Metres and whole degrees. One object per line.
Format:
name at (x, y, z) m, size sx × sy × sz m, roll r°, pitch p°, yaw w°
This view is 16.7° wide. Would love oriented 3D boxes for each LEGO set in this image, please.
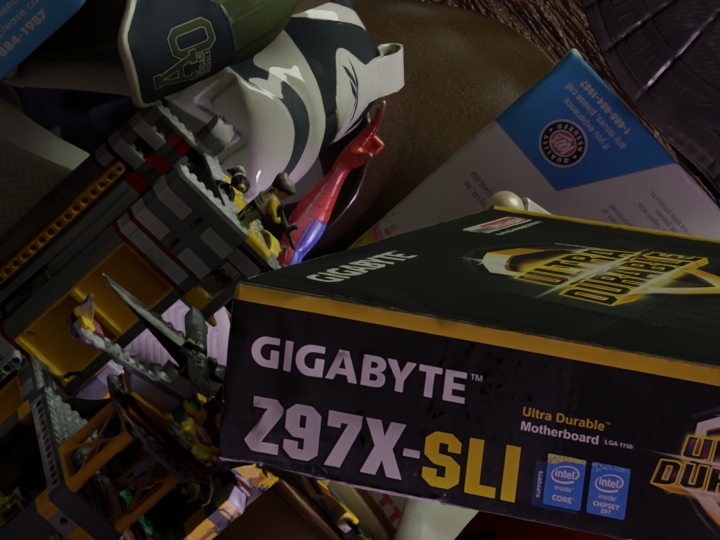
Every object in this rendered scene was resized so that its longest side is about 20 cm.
LEGO set at (-0.038, 0.041, 0.701) m, size 0.154 × 0.116 × 0.200 m, roll 46°, pitch 8°, yaw -19°

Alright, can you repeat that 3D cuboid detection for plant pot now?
plant pot at (-0.007, -0.045, 1.112) m, size 0.187 × 0.187 × 0.200 m, roll 51°, pitch 13°, yaw 16°

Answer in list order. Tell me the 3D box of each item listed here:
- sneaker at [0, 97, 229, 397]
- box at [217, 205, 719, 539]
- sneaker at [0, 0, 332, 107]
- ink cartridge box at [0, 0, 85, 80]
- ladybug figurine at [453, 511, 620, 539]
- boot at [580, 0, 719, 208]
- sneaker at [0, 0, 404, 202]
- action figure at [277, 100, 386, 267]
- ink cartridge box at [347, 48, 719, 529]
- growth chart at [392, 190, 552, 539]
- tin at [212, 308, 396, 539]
sneaker at (-0.122, -0.039, 0.800) m, size 0.200 × 0.074 × 0.116 m, roll 43°, pitch 12°, yaw -30°
box at (0.076, 0.024, 0.637) m, size 0.159 × 0.049 × 0.200 m, roll 11°, pitch 10°, yaw 20°
sneaker at (-0.106, -0.101, 0.756) m, size 0.200 × 0.090 × 0.067 m, roll 21°, pitch -41°, yaw 34°
ink cartridge box at (-0.183, -0.109, 0.637) m, size 0.200 × 0.116 × 0.068 m, roll 45°, pitch 7°, yaw -31°
ladybug figurine at (0.032, 0.118, 0.604) m, size 0.072 × 0.136 × 0.200 m, roll 32°, pitch 43°, yaw 10°
boot at (0.156, -0.071, 1.013) m, size 0.200 × 0.073 × 0.151 m, roll 53°, pitch 7°, yaw 4°
sneaker at (-0.072, -0.079, 0.876) m, size 0.199 × 0.080 × 0.130 m, roll 8°, pitch 22°, yaw 37°
action figure at (0.000, 0.000, 0.861) m, size 0.065 × 0.099 × 0.200 m, roll 39°, pitch 2°, yaw -3°
ink cartridge box at (0.078, 0.046, 1.029) m, size 0.147 × 0.200 × 0.145 m, roll 53°, pitch 7°, yaw 32°
growth chart at (0.045, 0.072, 0.859) m, size 0.018 × 0.200 × 0.145 m, roll 14°, pitch -16°, yaw 28°
tin at (-0.057, 0.046, 0.885) m, size 0.200 × 0.042 × 0.112 m, roll 51°, pitch 12°, yaw 20°
